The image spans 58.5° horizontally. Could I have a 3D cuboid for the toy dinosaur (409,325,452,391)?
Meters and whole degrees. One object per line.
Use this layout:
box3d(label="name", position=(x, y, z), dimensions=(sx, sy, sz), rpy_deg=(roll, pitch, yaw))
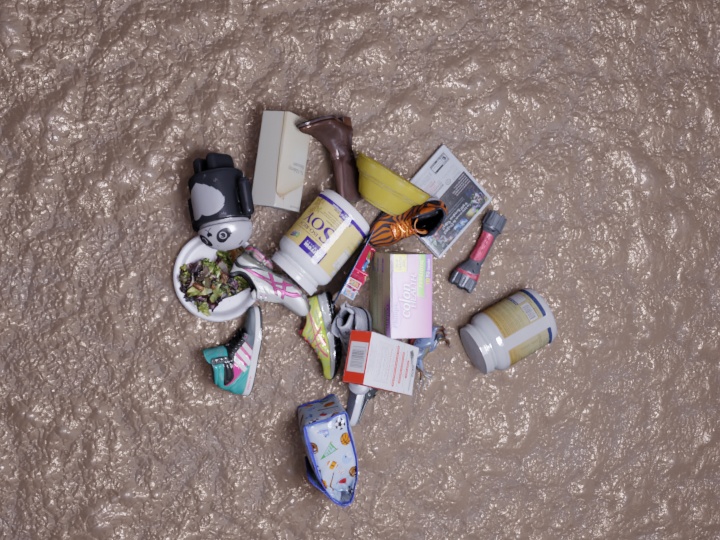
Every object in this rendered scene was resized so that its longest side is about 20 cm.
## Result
box3d(label="toy dinosaur", position=(0.132, 0.203, 1.544), dimensions=(0.179, 0.105, 0.203), rpy_deg=(-26, 64, 1))

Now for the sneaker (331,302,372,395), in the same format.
box3d(label="sneaker", position=(-0.019, 0.171, 1.441), dimensions=(0.074, 0.115, 0.204), rpy_deg=(-8, 70, 21))

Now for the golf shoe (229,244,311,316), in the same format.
box3d(label="golf shoe", position=(-0.197, 0.041, 1.407), dimensions=(0.199, 0.072, 0.093), rpy_deg=(42, 70, -9))

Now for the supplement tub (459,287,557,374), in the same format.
box3d(label="supplement tub", position=(0.351, 0.147, 1.535), dimensions=(0.197, 0.144, 0.147), rpy_deg=(-27, 98, -10))

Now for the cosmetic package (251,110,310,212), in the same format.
box3d(label="cosmetic package", position=(-0.173, -0.237, 1.408), dimensions=(0.072, 0.103, 0.205), rpy_deg=(8, 92, 28))

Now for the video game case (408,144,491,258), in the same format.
box3d(label="video game case", position=(0.192, -0.165, 1.544), dimensions=(0.182, 0.023, 0.200), rpy_deg=(44, 83, -11))

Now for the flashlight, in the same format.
box3d(label="flashlight", position=(0.285, -0.048, 1.548), dimensions=(0.067, 0.068, 0.203), rpy_deg=(28, 88, -17))

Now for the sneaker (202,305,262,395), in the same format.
box3d(label="sneaker", position=(-0.289, 0.173, 1.428), dimensions=(0.118, 0.083, 0.205), rpy_deg=(9, 92, -22))

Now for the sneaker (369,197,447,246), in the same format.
box3d(label="sneaker", position=(0.104, -0.104, 1.461), dimensions=(0.197, 0.112, 0.079), rpy_deg=(-27, 105, 11))

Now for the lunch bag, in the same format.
box3d(label="lunch bag", position=(-0.070, 0.406, 1.442), dimensions=(0.121, 0.170, 0.204), rpy_deg=(-17, 97, -8))

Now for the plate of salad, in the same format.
box3d(label="plate of salad", position=(-0.315, 0.014, 1.428), dimensions=(0.195, 0.048, 0.205), rpy_deg=(-1, 94, -13))

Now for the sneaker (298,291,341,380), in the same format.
box3d(label="sneaker", position=(-0.095, 0.153, 1.478), dimensions=(0.088, 0.078, 0.205), rpy_deg=(-8, 94, 8))

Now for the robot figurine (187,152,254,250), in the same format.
box3d(label="robot figurine", position=(-0.300, -0.145, 1.373), dimensions=(0.122, 0.150, 0.205), rpy_deg=(-10, 87, -19))

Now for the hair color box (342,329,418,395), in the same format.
box3d(label="hair color box", position=(0.048, 0.206, 1.418), dimensions=(0.199, 0.063, 0.113), rpy_deg=(25, 71, -50))

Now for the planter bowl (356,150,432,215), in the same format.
box3d(label="planter bowl", position=(0.057, -0.180, 1.430), dimensions=(0.198, 0.201, 0.084), rpy_deg=(29, 101, -13))

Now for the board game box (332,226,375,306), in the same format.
box3d(label="board game box", position=(0.000, 0.000, 1.438), dimensions=(0.038, 0.158, 0.203), rpy_deg=(29, 87, -2))

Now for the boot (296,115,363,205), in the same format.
box3d(label="boot", position=(-0.059, -0.235, 1.426), dimensions=(0.185, 0.063, 0.205), rpy_deg=(-17, 100, -50))

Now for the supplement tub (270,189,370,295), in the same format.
box3d(label="supplement tub", position=(-0.089, -0.061, 1.423), dimensions=(0.145, 0.145, 0.201), rpy_deg=(42, 84, -11))

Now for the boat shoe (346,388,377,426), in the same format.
box3d(label="boat shoe", position=(0.016, 0.269, 1.507), dimensions=(0.056, 0.069, 0.204), rpy_deg=(16, 87, -13))

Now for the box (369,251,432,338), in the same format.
box3d(label="box", position=(0.087, 0.048, 1.442), dimensions=(0.094, 0.200, 0.180), rpy_deg=(0, 93, -12))
